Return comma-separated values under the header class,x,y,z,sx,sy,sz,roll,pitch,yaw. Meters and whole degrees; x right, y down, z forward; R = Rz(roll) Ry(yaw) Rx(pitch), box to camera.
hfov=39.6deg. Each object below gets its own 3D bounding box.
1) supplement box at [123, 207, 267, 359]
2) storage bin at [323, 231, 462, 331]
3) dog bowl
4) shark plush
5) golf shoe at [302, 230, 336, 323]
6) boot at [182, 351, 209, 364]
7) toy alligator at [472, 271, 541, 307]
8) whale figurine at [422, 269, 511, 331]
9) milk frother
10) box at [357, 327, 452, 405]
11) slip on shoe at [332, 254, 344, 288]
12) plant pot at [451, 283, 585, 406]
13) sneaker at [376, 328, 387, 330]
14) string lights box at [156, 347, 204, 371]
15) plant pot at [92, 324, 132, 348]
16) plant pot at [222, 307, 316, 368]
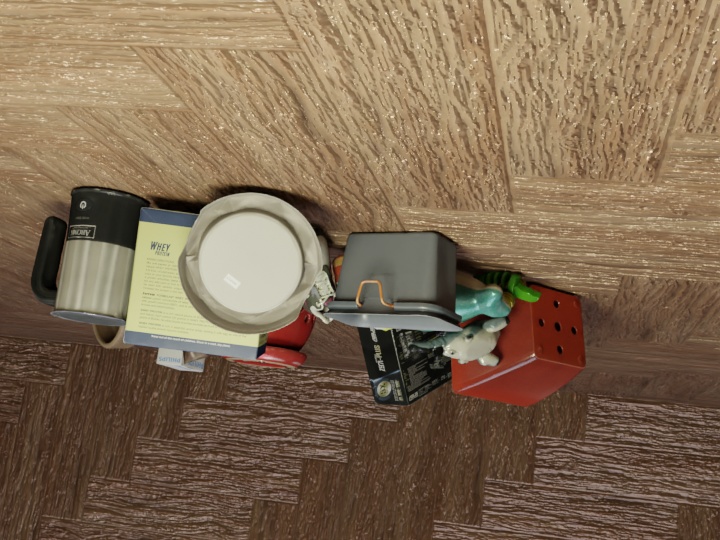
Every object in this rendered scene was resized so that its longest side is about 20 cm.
class,x,y,z,sx,sy,sz,roll,pitch,yaw
supplement box,-0.233,0.019,1.506,0.199,0.201,0.134,7,180,0
storage bin,0.051,0.013,1.522,0.199,0.135,0.145,-1,167,31
dog bowl,-0.151,-0.014,1.390,0.199,0.201,0.059,7,-166,-3
shark plush,0.162,0.125,1.689,0.200,0.091,0.083,-20,-145,-30
golf shoe,-0.067,0.009,1.596,0.077,0.088,0.200,-34,157,-16
boot,-0.286,0.077,1.875,0.064,0.201,0.186,12,169,-24
toy alligator,0.215,0.027,1.717,0.200,0.059,0.054,1,125,40
whale figurine,0.146,0.054,1.668,0.199,0.104,0.159,10,152,30
milk frother,-0.382,-0.008,1.543,0.180,0.189,0.200,-3,165,43
box,0.101,0.141,1.872,0.086,0.164,0.200,-3,-166,43
slip on shoe,0.000,0.000,1.700,0.074,0.061,0.200,-19,175,16
plant pot,0.295,0.123,1.817,0.199,0.201,0.176,14,156,-34
sneaker,0.022,0.065,1.757,0.105,0.076,0.200,-16,-173,22
string lights box,-0.349,0.098,2.021,0.059,0.201,0.103,3,168,18
plant pot,-0.375,0.041,1.807,0.174,0.201,0.200,3,173,-34
plant pot,-0.184,0.095,1.966,0.200,0.183,0.200,6,171,1
